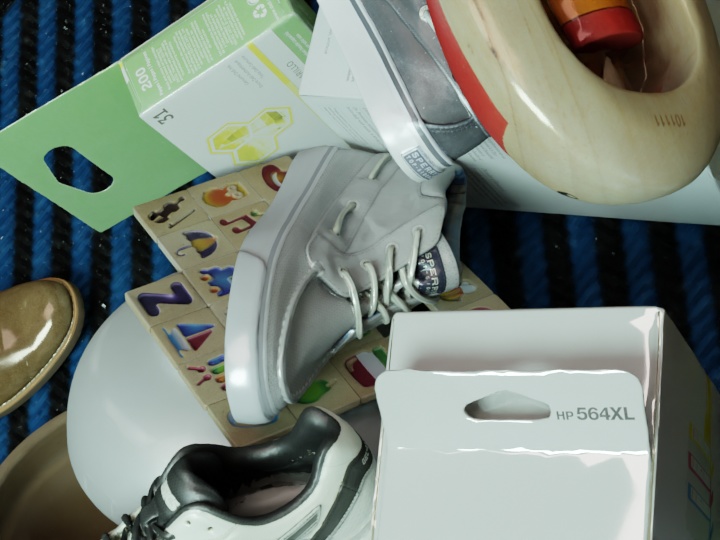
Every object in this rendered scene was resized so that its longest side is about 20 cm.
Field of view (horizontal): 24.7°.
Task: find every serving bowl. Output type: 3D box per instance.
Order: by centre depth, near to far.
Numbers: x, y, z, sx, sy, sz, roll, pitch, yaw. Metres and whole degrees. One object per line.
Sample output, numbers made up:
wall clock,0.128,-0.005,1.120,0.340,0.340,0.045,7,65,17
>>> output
serving bowl,-0.058,0.054,0.856,0.198,0.066,0.201,-1,39,1

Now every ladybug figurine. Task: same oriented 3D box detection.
ladybug figurine,0.084,-0.114,0.716,0.072,0.135,0.201,-43,58,51

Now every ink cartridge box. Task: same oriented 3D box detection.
ink cartridge box,0.091,0.100,0.750,0.128,0.200,0.126,-3,68,24
ink cartridge box,-0.098,-0.078,0.941,0.199,0.145,0.048,-32,62,10

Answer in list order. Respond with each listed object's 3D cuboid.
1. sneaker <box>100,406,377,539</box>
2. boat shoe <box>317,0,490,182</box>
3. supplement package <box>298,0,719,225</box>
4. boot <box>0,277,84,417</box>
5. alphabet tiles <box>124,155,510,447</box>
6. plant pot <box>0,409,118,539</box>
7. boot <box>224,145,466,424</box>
sneaker,-0.084,0.119,0.737,0.199,0.088,0.076,-24,40,-4
boat shoe,0.014,-0.142,0.780,0.068,0.072,0.201,-30,65,15
supplement package,0.100,-0.124,0.863,0.199,0.152,0.152,5,74,27
boot,-0.263,0.056,1.007,0.199,0.075,0.074,-26,59,12
alphabet tiles,-0.035,0.005,0.859,0.166,0.008,0.200,-20,42,-22
plant pot,-0.096,0.156,0.855,0.199,0.093,0.202,-1,38,1
boot,0.000,0.000,0.797,0.095,0.074,0.201,1,37,13
